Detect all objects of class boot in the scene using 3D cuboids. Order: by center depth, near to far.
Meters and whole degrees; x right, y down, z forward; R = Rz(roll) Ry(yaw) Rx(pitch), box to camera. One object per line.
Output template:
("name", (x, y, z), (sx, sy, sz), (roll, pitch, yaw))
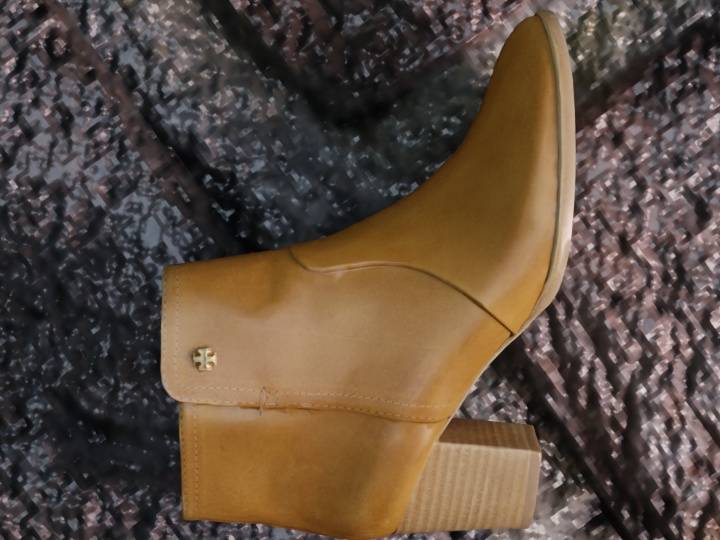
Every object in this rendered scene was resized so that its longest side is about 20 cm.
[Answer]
("boot", (0.000, 0.000, 0.725), (0.143, 0.071, 0.202), (5, 96, -3))
